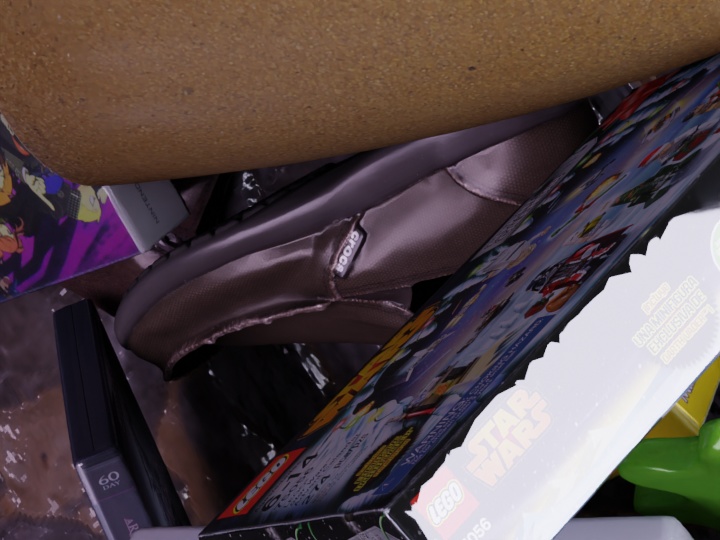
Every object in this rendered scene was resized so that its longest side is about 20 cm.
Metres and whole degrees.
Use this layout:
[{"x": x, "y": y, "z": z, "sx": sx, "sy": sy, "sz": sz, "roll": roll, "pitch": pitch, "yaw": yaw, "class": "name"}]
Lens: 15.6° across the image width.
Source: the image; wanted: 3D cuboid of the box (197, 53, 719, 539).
[{"x": 0.056, "y": 0.013, "z": 0.710, "sx": 0.040, "sy": 0.200, "sz": 0.137, "roll": 48, "pitch": 157, "yaw": -8, "class": "box"}]

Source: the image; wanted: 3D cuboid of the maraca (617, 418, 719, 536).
[{"x": 0.171, "y": 0.063, "z": 0.710, "sx": 0.200, "sy": 0.137, "sz": 0.107, "roll": 3, "pitch": 70, "yaw": 12, "class": "maraca"}]

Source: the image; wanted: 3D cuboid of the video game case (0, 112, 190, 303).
[{"x": -0.178, "y": -0.065, "z": 0.909, "sx": 0.200, "sy": 0.036, "sz": 0.181, "roll": -17, "pitch": 107, "yaw": 37, "class": "video game case"}]

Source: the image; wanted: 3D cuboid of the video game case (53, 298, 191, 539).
[{"x": -0.058, "y": 0.121, "z": 0.908, "sx": 0.019, "sy": 0.143, "sz": 0.200, "roll": -21, "pitch": 111, "yaw": -2, "class": "video game case"}]

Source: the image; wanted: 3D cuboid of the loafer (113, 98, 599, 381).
[{"x": 0.000, "y": 0.000, "z": 0.855, "sx": 0.200, "sy": 0.073, "sz": 0.071, "roll": -26, "pitch": 94, "yaw": 38, "class": "loafer"}]

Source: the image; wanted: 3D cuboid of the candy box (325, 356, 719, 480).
[{"x": 0.042, "y": 0.046, "z": 0.829, "sx": 0.026, "sy": 0.102, "sz": 0.200, "roll": 46, "pitch": 133, "yaw": -14, "class": "candy box"}]

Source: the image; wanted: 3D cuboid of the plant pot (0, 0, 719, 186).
[{"x": 0.014, "y": -0.113, "z": 0.747, "sx": 0.200, "sy": 0.186, "sz": 0.187, "roll": 3, "pitch": 111, "yaw": 23, "class": "plant pot"}]

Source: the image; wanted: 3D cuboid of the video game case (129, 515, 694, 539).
[{"x": 0.051, "y": 0.132, "z": 0.820, "sx": 0.182, "sy": 0.022, "sz": 0.200, "roll": -4, "pitch": 144, "yaw": 30, "class": "video game case"}]

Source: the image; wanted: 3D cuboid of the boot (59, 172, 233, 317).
[{"x": -0.111, "y": -0.086, "z": 0.929, "sx": 0.166, "sy": 0.072, "sz": 0.200, "roll": 26, "pitch": 122, "yaw": 12, "class": "boot"}]
